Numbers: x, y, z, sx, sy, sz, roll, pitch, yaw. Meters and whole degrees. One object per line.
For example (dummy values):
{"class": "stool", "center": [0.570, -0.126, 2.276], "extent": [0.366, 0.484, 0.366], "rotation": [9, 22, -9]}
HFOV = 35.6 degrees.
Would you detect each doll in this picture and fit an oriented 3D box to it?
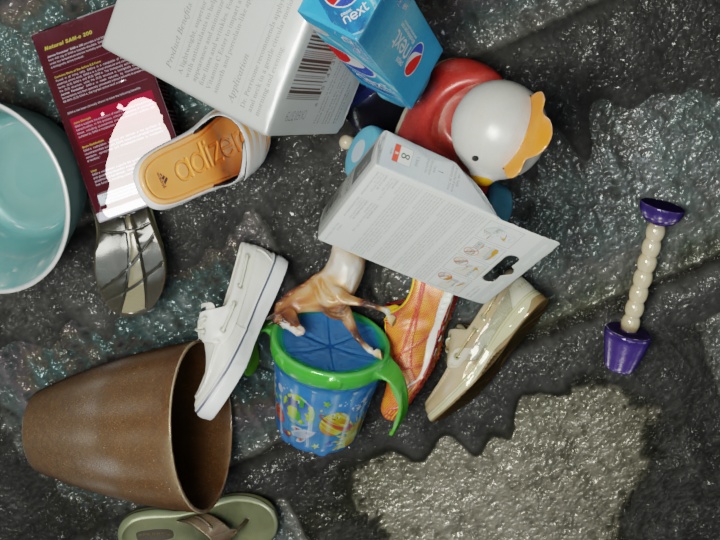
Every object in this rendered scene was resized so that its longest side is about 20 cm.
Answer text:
{"class": "doll", "center": [0.018, -0.189, 1.190], "extent": [0.136, 0.048, 0.200], "rotation": [-45, 107, 1]}

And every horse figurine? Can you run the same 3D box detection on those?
{"class": "horse figurine", "center": [0.000, 0.000, 1.232], "extent": [0.132, 0.050, 0.201], "rotation": [26, 86, 22]}

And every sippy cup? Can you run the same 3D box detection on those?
{"class": "sippy cup", "center": [-0.041, 0.131, 1.266], "extent": [0.138, 0.178, 0.132], "rotation": [-10, 125, -29]}

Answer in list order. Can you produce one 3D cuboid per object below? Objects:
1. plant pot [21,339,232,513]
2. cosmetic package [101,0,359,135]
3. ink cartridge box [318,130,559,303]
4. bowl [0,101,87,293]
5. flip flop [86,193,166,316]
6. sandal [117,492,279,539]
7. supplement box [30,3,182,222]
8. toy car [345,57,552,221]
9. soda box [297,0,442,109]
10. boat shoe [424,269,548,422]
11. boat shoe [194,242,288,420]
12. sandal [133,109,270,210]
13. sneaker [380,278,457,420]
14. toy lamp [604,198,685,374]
{"class": "plant pot", "center": [-0.267, 0.176, 1.251], "extent": [0.198, 0.187, 0.189], "rotation": [-3, 111, 13]}
{"class": "cosmetic package", "center": [-0.102, -0.244, 1.066], "extent": [0.199, 0.165, 0.166], "rotation": [31, 108, 17]}
{"class": "ink cartridge box", "center": [0.076, -0.047, 1.110], "extent": [0.198, 0.051, 0.162], "rotation": [20, 150, -15]}
{"class": "bowl", "center": [-0.364, -0.089, 1.160], "extent": [0.198, 0.105, 0.203], "rotation": [6, 110, 15]}
{"class": "flip flop", "center": [-0.260, -0.051, 1.226], "extent": [0.080, 0.058, 0.202], "rotation": [-14, 95, 1]}
{"class": "sandal", "center": [-0.196, 0.323, 1.359], "extent": [0.199, 0.057, 0.081], "rotation": [-9, 110, 0]}
{"class": "supplement box", "center": [-0.249, -0.162, 1.156], "extent": [0.108, 0.061, 0.202], "rotation": [-18, 97, 2]}
{"class": "toy car", "center": [0.117, -0.122, 1.108], "extent": [0.183, 0.200, 0.179], "rotation": [21, 91, -26]}
{"class": "soda box", "center": [0.014, -0.213, 0.999], "extent": [0.064, 0.200, 0.068], "rotation": [29, 90, 18]}
{"class": "boat shoe", "center": [0.133, 0.089, 1.294], "extent": [0.065, 0.072, 0.201], "rotation": [44, 110, 20]}
{"class": "boat shoe", "center": [-0.147, 0.061, 1.223], "extent": [0.069, 0.071, 0.202], "rotation": [27, 72, -13]}
{"class": "sandal", "center": [-0.141, -0.118, 1.133], "extent": [0.059, 0.207, 0.080], "rotation": [-12, 110, 39]}
{"class": "sneaker", "center": [0.057, 0.077, 1.289], "extent": [0.076, 0.073, 0.202], "rotation": [21, 105, 13]}
{"class": "toy lamp", "center": [0.321, 0.022, 1.280], "extent": [0.058, 0.058, 0.202], "rotation": [10, 109, -7]}
